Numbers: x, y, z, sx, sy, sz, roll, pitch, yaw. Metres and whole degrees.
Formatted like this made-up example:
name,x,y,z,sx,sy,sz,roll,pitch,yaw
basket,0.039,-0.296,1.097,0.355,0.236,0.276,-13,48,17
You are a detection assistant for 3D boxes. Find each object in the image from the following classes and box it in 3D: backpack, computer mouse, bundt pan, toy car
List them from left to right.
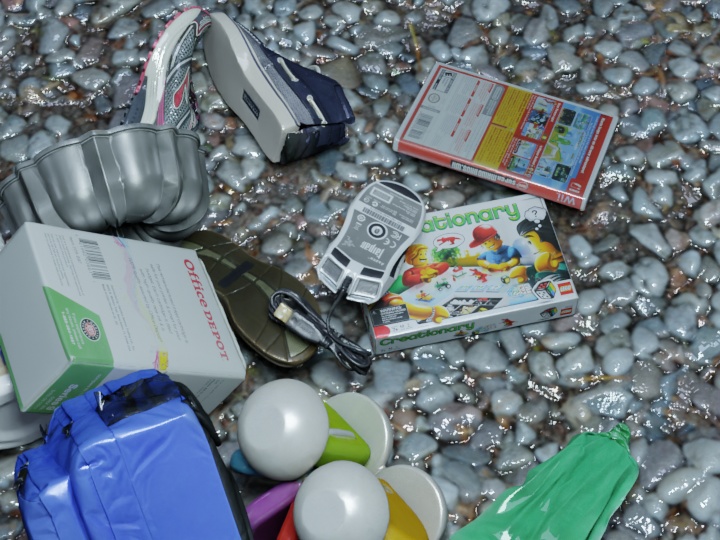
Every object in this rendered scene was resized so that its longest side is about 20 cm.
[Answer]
name,x,y,z,sx,sy,sz,roll,pitch,yaw
bundt pan,-0.228,-0.055,1.467,0.200,0.202,0.076,-16,72,-11
backpack,-0.187,0.165,1.264,0.167,0.200,0.164,-15,103,-11
toy car,-0.036,0.194,1.352,0.150,0.175,0.200,-45,64,15
computer mouse,0.000,0.000,1.474,0.109,0.044,0.200,27,56,9

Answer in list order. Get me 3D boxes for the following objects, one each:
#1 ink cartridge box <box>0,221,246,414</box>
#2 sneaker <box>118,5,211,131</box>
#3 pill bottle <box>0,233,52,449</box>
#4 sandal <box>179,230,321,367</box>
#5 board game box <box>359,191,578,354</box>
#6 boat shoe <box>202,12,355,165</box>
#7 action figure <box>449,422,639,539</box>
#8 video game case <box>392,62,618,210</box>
name,x,y,z,sx,sy,sz,roll,pitch,yaw
ink cartridge box,-0.214,0.049,1.401,0.199,0.087,0.146,8,48,-46
sneaker,-0.190,-0.172,1.607,0.074,0.081,0.201,21,73,-7
pill bottle,-0.337,0.051,1.443,0.110,0.111,0.201,-20,61,-13
sandal,-0.108,0.032,1.498,0.199,0.055,0.082,32,56,33
board game box,0.095,0.001,1.526,0.198,0.035,0.127,-11,58,-8
boat shoe,-0.083,-0.191,1.630,0.092,0.075,0.201,-14,58,-29
action figure,0.181,0.203,1.392,0.118,0.055,0.200,34,57,20
video game case,0.147,-0.138,1.602,0.199,0.018,0.143,18,45,10
